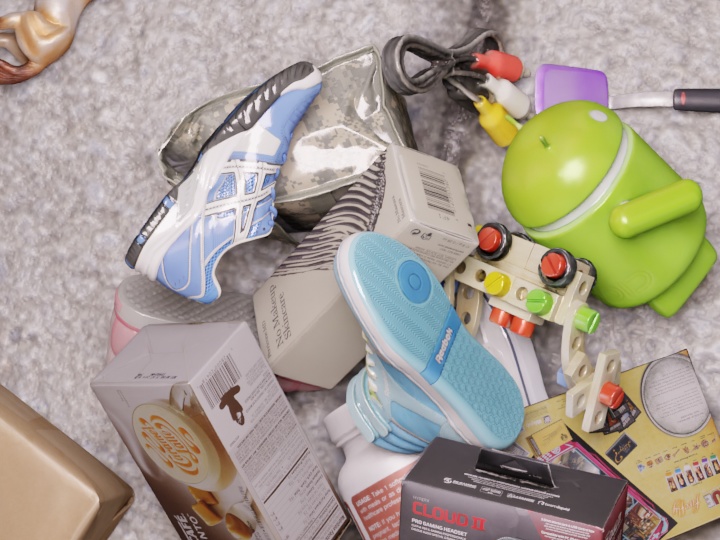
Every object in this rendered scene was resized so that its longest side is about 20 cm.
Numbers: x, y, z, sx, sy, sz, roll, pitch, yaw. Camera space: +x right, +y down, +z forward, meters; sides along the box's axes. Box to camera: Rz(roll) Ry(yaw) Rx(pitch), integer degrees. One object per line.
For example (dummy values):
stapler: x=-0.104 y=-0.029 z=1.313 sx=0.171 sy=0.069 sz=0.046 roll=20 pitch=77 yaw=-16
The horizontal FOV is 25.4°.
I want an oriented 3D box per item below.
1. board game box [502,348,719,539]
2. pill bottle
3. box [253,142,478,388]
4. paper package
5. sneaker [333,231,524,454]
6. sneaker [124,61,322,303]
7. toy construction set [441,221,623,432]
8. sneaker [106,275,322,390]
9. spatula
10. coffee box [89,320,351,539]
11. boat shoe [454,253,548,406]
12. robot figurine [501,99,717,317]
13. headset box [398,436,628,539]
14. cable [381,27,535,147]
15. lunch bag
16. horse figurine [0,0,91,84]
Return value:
board game box: x=0.193 y=0.156 z=1.252 sx=0.198 sy=0.035 sz=0.137 roll=-16 pitch=81 yaw=-23
pill bottle: x=0.051 y=0.189 z=1.273 sx=0.111 sy=0.112 sz=0.202 roll=-28 pitch=82 yaw=4
box: x=0.000 y=0.000 z=1.218 sx=0.200 sy=0.068 sz=0.083 roll=-47 pitch=41 yaw=35
paper package: x=-0.323 y=0.203 z=1.328 sx=0.199 sy=0.103 sz=0.192 roll=34 pitch=91 yaw=9
sneaker: x=0.017 y=0.065 z=1.173 sx=0.201 sy=0.130 sz=0.080 roll=52 pitch=48 yaw=-19
sneaker: x=-0.088 y=-0.066 z=1.179 sx=0.077 sy=0.076 sz=0.201 roll=37 pitch=89 yaw=-8
toy construction set: x=0.114 y=0.039 z=1.212 sx=0.198 sy=0.092 sz=0.133 roll=23 pitch=93 yaw=24
sneaker: x=-0.117 y=0.078 z=1.327 sx=0.198 sy=0.076 sz=0.105 roll=16 pitch=122 yaw=-11
spatula: x=0.244 y=-0.141 z=1.326 sx=0.197 sy=0.021 sz=0.057 roll=2 pitch=83 yaw=7
coffee box: x=-0.107 y=0.143 z=1.241 sx=0.113 sy=0.080 sz=0.201 roll=-2 pitch=124 yaw=40
boat shoe: x=0.107 y=0.087 z=1.290 sx=0.066 sy=0.074 sz=0.202 roll=-22 pitch=82 yaw=-15
robot figurine: x=0.191 y=-0.051 z=1.254 sx=0.200 sy=0.175 sz=0.116 roll=40 pitch=91 yaw=-24
headset box: x=0.104 y=0.218 z=1.130 sx=0.147 sy=0.077 sz=0.202 roll=11 pitch=114 yaw=20
cable: x=0.085 y=-0.164 z=1.274 sx=0.050 sy=0.199 sz=0.098 roll=0 pitch=79 yaw=30
lunch bag: x=-0.055 y=-0.086 z=1.289 sx=0.198 sy=0.164 sz=0.119 roll=-17 pitch=79 yaw=6
horse figurine: x=-0.281 y=-0.238 z=1.387 sx=0.132 sy=0.050 sz=0.202 roll=28 pitch=80 yaw=-8
